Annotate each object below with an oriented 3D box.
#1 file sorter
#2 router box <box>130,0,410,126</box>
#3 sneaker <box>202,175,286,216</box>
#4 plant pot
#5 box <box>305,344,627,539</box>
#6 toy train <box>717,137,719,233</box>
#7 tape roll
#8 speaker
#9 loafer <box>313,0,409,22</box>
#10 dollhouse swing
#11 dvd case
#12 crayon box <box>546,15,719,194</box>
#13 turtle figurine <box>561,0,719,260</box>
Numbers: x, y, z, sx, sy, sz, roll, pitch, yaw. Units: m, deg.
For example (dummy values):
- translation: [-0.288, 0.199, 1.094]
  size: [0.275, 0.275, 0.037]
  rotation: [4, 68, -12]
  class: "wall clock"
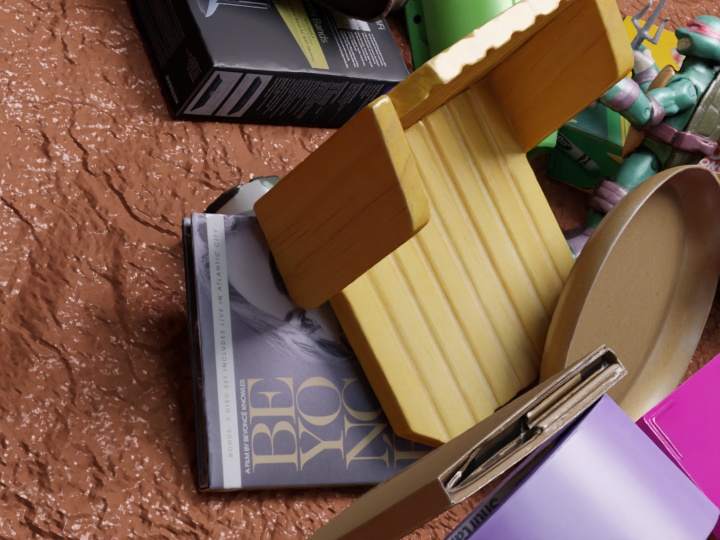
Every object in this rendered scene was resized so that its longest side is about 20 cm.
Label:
- translation: [0.222, 0.131, 1.324]
  size: [0.139, 0.125, 0.200]
  rotation: [51, 42, 7]
  class: "file sorter"
- translation: [-0.073, -0.187, 1.418]
  size: [0.157, 0.052, 0.201]
  rotation: [1, 55, -39]
  class: "router box"
- translation: [0.000, 0.000, 1.316]
  size: [0.199, 0.077, 0.089]
  rotation: [1, 69, -32]
  class: "sneaker"
- translation: [0.159, 0.028, 1.334]
  size: [0.027, 0.201, 0.200]
  rotation: [24, 33, 27]
  class: "plant pot"
- translation: [0.024, 0.115, 1.123]
  size: [0.021, 0.200, 0.163]
  rotation: [56, 42, 2]
  class: "box"
- translation: [0.299, -0.076, 1.422]
  size: [0.150, 0.056, 0.200]
  rotation: [15, 51, 10]
  class: "toy train"
- translation: [0.081, 0.160, 1.130]
  size: [0.085, 0.200, 0.200]
  rotation: [46, 40, 5]
  class: "tape roll"
- translation: [0.073, -0.171, 1.437]
  size: [0.088, 0.088, 0.201]
  rotation: [-5, 84, -41]
  class: "speaker"
- translation: [-0.061, -0.202, 1.356]
  size: [0.199, 0.073, 0.071]
  rotation: [28, 52, -10]
  class: "loafer"
- translation: [0.078, -0.029, 1.229]
  size: [0.200, 0.182, 0.176]
  rotation: [-35, 89, -38]
  class: "dollhouse swing"
- translation: [-0.008, 0.046, 1.251]
  size: [0.199, 0.016, 0.149]
  rotation: [2, 80, -36]
  class: "dvd case"
- translation: [0.239, -0.082, 1.498]
  size: [0.199, 0.058, 0.119]
  rotation: [24, 52, 17]
  class: "crayon box"
- translation: [0.174, -0.095, 1.386]
  size: [0.100, 0.201, 0.150]
  rotation: [26, 7, 18]
  class: "turtle figurine"
